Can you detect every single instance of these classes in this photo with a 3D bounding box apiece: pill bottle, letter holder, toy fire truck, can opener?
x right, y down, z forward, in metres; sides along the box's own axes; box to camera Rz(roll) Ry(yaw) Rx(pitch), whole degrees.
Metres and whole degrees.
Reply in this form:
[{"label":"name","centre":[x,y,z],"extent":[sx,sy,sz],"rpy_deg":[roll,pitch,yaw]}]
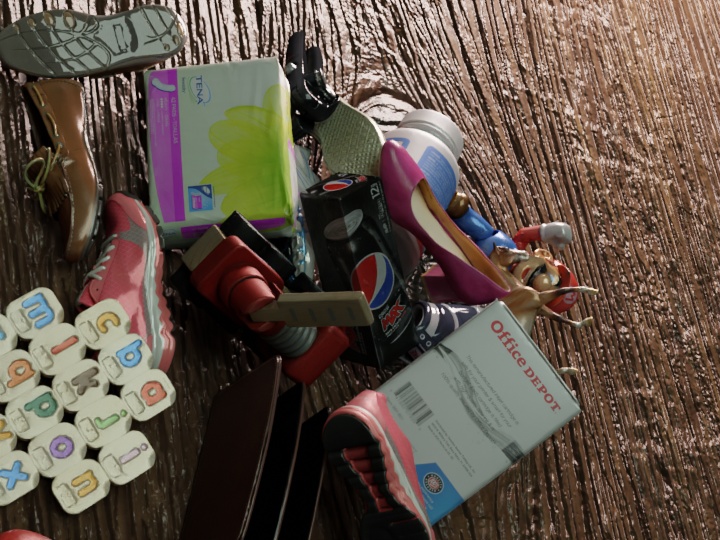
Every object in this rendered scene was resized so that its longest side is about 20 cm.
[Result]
[{"label":"pill bottle","centre":[0.048,-0.092,1.543],"extent":[0.112,0.112,0.200],"rpy_deg":[39,51,-11]},{"label":"letter holder","centre":[-0.086,0.200,1.276],"extent":[0.100,0.142,0.200],"rpy_deg":[25,54,-21]},{"label":"toy fire truck","centre":[-0.062,0.044,1.297],"extent":[0.176,0.129,0.200],"rpy_deg":[45,1,-40]},{"label":"can opener","centre":[-0.066,-0.224,1.537],"extent":[0.063,0.079,0.200],"rpy_deg":[50,20,-32]}]

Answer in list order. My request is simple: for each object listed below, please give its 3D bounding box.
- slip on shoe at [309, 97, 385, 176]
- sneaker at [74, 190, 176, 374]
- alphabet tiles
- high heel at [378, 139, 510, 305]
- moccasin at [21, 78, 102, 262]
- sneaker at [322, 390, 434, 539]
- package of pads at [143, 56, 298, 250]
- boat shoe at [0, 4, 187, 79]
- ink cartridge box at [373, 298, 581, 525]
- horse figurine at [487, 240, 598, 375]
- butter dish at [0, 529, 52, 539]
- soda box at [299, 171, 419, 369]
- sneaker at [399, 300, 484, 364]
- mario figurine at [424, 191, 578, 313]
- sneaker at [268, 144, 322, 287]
[{"label":"slip on shoe","centre":[-0.012,-0.140,1.507],"extent":[0.061,0.074,0.200],"rpy_deg":[50,1,-36]},{"label":"sneaker","centre":[-0.238,0.010,1.318],"extent":[0.087,0.074,0.200],"rpy_deg":[0,66,-31]},{"label":"alphabet tiles","centre":[-0.280,0.119,1.240],"extent":[0.195,0.015,0.200],"rpy_deg":[-32,86,-23]},{"label":"high heel","centre":[0.088,-0.051,1.416],"extent":[0.067,0.096,0.200],"rpy_deg":[-40,116,-48]},{"label":"moccasin","centre":[-0.301,-0.102,1.334],"extent":[0.078,0.074,0.202],"rpy_deg":[-3,71,-26]},{"label":"sneaker","centre":[0.035,0.208,1.319],"extent":[0.087,0.074,0.200],"rpy_deg":[-47,121,-56]},{"label":"package of pads","centre":[-0.145,-0.126,1.416],"extent":[0.154,0.068,0.200],"rpy_deg":[-6,67,-2]},{"label":"boat shoe","centre":[-0.284,-0.232,1.418],"extent":[0.200,0.072,0.076],"rpy_deg":[-7,82,-23]},{"label":"ink cartridge box","centre":[0.106,0.147,1.406],"extent":[0.200,0.084,0.145],"rpy_deg":[-37,86,-2]},{"label":"horse figurine","centre":[0.193,0.078,1.546],"extent":[0.132,0.200,0.050],"rpy_deg":[13,12,10]},{"label":"butter dish","centre":[-0.269,0.288,1.100],"extent":[0.200,0.199,0.148],"rpy_deg":[38,27,-14]},{"label":"soda box","centre":[0.000,0.000,1.427],"extent":[0.063,0.071,0.200],"rpy_deg":[-30,117,-35]},{"label":"sneaker","centre":[0.093,0.126,1.488],"extent":[0.108,0.070,0.200],"rpy_deg":[14,61,-24]},{"label":"mario figurine","centre":[0.176,-0.011,1.589],"extent":[0.200,0.123,0.106],"rpy_deg":[29,40,-14]},{"label":"sneaker","centre":[-0.065,-0.062,1.479],"extent":[0.087,0.075,0.200],"rpy_deg":[8,62,-38]}]
